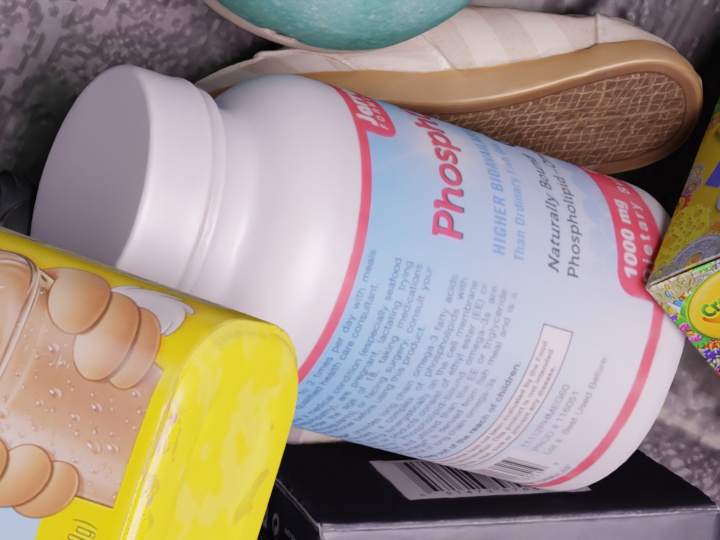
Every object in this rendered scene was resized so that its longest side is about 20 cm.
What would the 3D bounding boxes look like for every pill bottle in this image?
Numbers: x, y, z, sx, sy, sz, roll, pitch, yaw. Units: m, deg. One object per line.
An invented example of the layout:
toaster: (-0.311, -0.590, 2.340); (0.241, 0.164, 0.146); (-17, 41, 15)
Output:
pill bottle: (0.000, 0.000, 0.799); (0.199, 0.109, 0.109); (16, 97, -30)

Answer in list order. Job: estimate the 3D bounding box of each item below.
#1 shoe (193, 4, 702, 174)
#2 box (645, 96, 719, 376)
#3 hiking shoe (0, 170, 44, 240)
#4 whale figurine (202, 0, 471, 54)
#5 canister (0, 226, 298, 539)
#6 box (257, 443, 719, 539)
shoe: (0.019, -0.057, 0.867); (0.199, 0.054, 0.070); (-7, 134, -12)
box: (0.223, -0.012, 0.845); (0.193, 0.122, 0.200); (49, 43, -20)
hiking shoe: (-0.112, 0.060, 0.840); (0.086, 0.074, 0.201); (-2, 113, -21)
whale figurine: (0.007, -0.172, 0.800); (0.158, 0.104, 0.201); (20, 82, -16)
canister: (-0.130, 0.051, 0.706); (0.086, 0.199, 0.149); (13, 95, -65)
box: (0.036, 0.168, 0.886); (0.148, 0.107, 0.201); (0, 101, -17)
